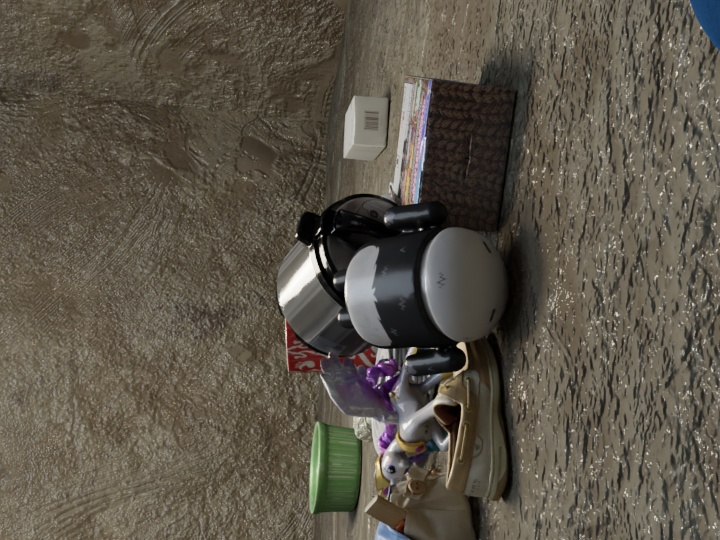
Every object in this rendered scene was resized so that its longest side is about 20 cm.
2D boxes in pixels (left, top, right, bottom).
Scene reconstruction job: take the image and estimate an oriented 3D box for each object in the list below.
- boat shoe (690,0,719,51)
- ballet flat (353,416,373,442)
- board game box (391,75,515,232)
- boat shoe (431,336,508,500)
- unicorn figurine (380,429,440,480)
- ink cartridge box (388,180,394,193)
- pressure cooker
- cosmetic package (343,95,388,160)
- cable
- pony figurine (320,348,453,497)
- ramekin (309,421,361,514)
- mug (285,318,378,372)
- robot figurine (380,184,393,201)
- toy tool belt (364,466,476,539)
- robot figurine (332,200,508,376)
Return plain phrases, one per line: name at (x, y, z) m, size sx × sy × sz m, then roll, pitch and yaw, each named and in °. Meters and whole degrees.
boat shoe at (0.202, -0.129, 0.422) m, size 0.085 × 0.067 × 0.202 m, roll 82°, pitch -179°, yaw -55°
ballet flat at (0.030, 0.225, 1.613) m, size 0.072 × 0.071 × 0.203 m, roll -105°, pitch 21°, yaw -70°
board game box at (0.105, -0.146, 1.093) m, size 0.200 × 0.095 × 0.162 m, roll -113°, pitch 28°, yaw -75°
boat shoe at (0.110, 0.146, 0.965) m, size 0.202 × 0.068 × 0.074 m, roll -92°, pitch 10°, yaw -45°
unicorn figurine at (0.070, 0.309, 1.209) m, size 0.201 × 0.073 × 0.139 m, roll -98°, pitch 6°, yaw -63°
ink cartridge box at (0.066, -0.040, 1.543) m, size 0.162 × 0.049 × 0.203 m, roll -109°, pitch 28°, yaw -74°
pressure cooker at (0.000, 0.003, 1.174) m, size 0.181 × 0.174 × 0.200 m, roll 63°, pitch 144°, yaw 14°
cosmetic package at (0.010, -0.321, 2.066) m, size 0.200 × 0.080 × 0.115 m, roll 156°, pitch 117°, yaw -81°
cable at (0.059, 0.189, 1.363) m, size 0.200 × 0.068 × 0.203 m, roll -118°, pitch 34°, yaw -77°
pony figurine at (0.054, 0.164, 1.130) m, size 0.201 × 0.165 × 0.195 m, roll -54°, pitch 39°, yaw 35°
ramekin at (-0.057, 0.443, 2.034) m, size 0.200 × 0.096 × 0.204 m, roll -175°, pitch 90°, yaw -83°
mug at (-0.026, 0.093, 1.519) m, size 0.135 × 0.196 × 0.179 m, roll 90°, pitch 175°, yaw -47°
robot figurine at (0.056, -0.029, 1.359) m, size 0.169 × 0.111 × 0.203 m, roll -19°, pitch -62°, yaw -60°
toy tool belt at (0.052, 0.319, 1.063) m, size 0.126 × 0.121 × 0.202 m, roll -105°, pitch 19°, yaw -46°
robot figurine at (0.064, 0.021, 0.982) m, size 0.151 × 0.198 × 0.125 m, roll 55°, pitch -133°, yaw -27°
